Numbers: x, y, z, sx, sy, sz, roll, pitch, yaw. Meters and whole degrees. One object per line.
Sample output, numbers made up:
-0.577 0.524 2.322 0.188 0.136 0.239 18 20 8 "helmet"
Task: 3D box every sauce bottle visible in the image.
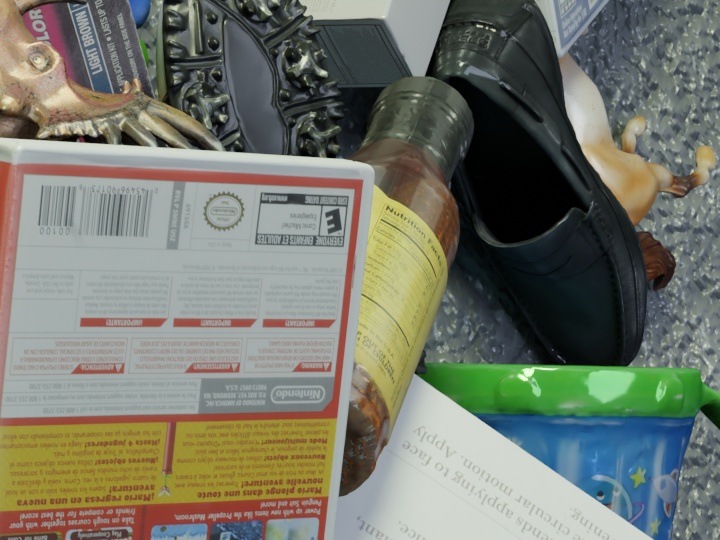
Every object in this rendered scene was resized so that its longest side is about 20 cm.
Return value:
0.000 0.000 1.089 0.066 0.066 0.200 52 32 -21 "sauce bottle"

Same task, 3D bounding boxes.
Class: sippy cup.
0.074 0.104 1.248 0.140 0.177 0.131 9 83 -73 "sippy cup"

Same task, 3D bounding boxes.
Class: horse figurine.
0.097 -0.072 1.369 0.132 0.050 0.201 -40 105 -51 "horse figurine"

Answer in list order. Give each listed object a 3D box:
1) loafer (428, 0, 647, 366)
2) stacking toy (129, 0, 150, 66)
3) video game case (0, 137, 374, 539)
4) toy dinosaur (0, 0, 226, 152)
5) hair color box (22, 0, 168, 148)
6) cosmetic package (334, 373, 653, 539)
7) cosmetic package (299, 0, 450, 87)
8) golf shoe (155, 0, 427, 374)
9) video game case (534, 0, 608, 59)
0.073 -0.027 1.298 0.201 0.068 0.071 67 32 -33 "loafer"
-0.113 -0.074 1.147 0.085 0.085 0.201 -5 90 -46 "stacking toy"
-0.063 0.063 0.923 0.142 0.017 0.201 2 97 -42 "video game case"
-0.083 0.005 0.980 0.136 0.086 0.200 -60 145 -14 "toy dinosaur"
-0.169 -0.042 0.992 0.199 0.061 0.100 -23 126 -12 "hair color box"
0.009 0.182 1.092 0.164 0.165 0.200 35 53 -1 "cosmetic package"
0.009 -0.169 1.279 0.051 0.082 0.201 59 42 -48 "cosmetic package"
-0.048 -0.029 1.180 0.077 0.094 0.201 -23 104 -31 "golf shoe"
0.098 -0.214 1.340 0.200 0.023 0.183 -49 133 -56 "video game case"
